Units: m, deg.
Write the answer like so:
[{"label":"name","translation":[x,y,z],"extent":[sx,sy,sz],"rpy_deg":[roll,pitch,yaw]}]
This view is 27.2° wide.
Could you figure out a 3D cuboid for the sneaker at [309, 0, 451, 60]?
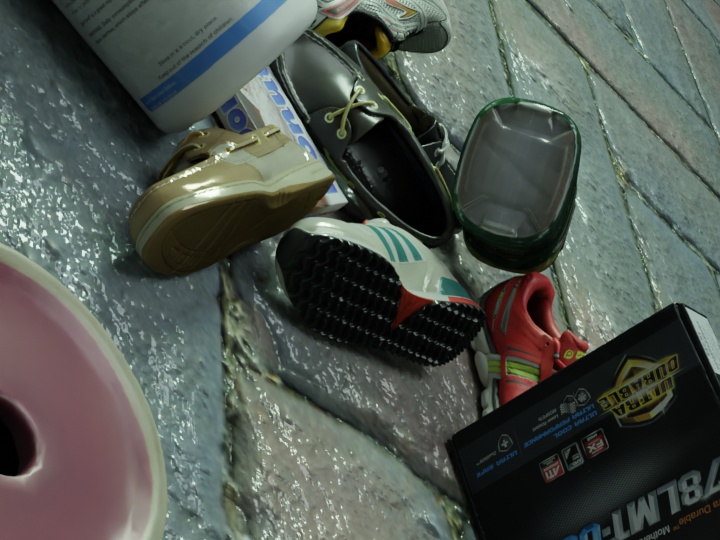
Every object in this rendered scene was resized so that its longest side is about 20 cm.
[{"label":"sneaker","translation":[0.008,-0.205,1.256],"extent":[0.199,0.078,0.083],"rpy_deg":[3,61,-49]}]

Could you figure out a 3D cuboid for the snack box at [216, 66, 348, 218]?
[{"label":"snack box","translation":[-0.081,-0.125,1.047],"extent":[0.201,0.024,0.072],"rpy_deg":[60,24,7]}]

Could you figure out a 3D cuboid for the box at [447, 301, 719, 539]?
[{"label":"box","translation":[0.171,0.155,0.968],"extent":[0.050,0.199,0.200],"rpy_deg":[23,42,-49]}]

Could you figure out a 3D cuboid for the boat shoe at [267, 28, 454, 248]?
[{"label":"boat shoe","translation":[0.001,-0.101,1.094],"extent":[0.202,0.072,0.061],"rpy_deg":[52,-16,-12]}]

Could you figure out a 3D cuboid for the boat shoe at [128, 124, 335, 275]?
[{"label":"boat shoe","translation":[-0.089,-0.051,0.906],"extent":[0.069,0.074,0.200],"rpy_deg":[48,23,9]}]

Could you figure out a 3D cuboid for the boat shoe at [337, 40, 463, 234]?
[{"label":"boat shoe","translation":[0.035,-0.106,1.190],"extent":[0.200,0.060,0.074],"rpy_deg":[43,27,-28]}]

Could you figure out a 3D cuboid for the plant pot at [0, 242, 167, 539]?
[{"label":"plant pot","translation":[-0.166,0.086,0.471],"extent":[0.200,0.178,0.201],"rpy_deg":[42,28,-29]}]

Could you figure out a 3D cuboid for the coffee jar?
[{"label":"coffee jar","translation":[0.120,-0.058,1.135],"extent":[0.085,0.105,0.200],"rpy_deg":[17,-6,9]}]

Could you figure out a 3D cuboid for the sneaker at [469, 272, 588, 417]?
[{"label":"sneaker","translation":[0.137,0.084,1.122],"extent":[0.077,0.085,0.201],"rpy_deg":[28,37,-44]}]

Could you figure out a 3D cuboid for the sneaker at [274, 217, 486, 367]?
[{"label":"sneaker","translation":[0.001,0.000,1.019],"extent":[0.199,0.070,0.094],"rpy_deg":[24,23,-46]}]

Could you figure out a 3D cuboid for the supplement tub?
[{"label":"supplement tub","translation":[-0.133,-0.198,0.917],"extent":[0.200,0.131,0.132],"rpy_deg":[51,26,-13]}]
